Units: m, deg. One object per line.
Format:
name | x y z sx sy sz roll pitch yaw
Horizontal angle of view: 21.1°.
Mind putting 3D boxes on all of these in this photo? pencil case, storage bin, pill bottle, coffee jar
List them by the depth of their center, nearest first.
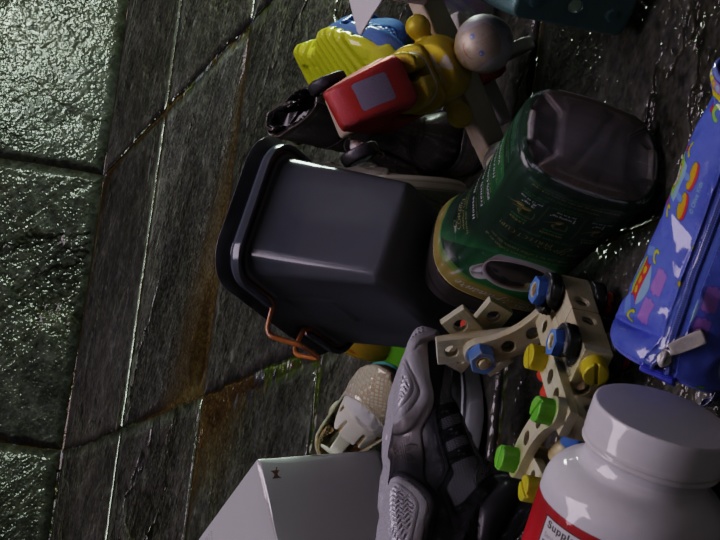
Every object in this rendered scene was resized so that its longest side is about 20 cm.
pencil case | 0.207 -0.023 1.114 0.087 0.078 0.200 -47 -23 -64
pill bottle | 0.148 0.174 1.136 0.112 0.112 0.200 -122 45 -65
coffee jar | 0.121 -0.039 1.360 0.200 0.104 0.085 128 156 -55
storage bin | 0.000 0.000 1.489 0.134 0.200 0.146 9 72 32

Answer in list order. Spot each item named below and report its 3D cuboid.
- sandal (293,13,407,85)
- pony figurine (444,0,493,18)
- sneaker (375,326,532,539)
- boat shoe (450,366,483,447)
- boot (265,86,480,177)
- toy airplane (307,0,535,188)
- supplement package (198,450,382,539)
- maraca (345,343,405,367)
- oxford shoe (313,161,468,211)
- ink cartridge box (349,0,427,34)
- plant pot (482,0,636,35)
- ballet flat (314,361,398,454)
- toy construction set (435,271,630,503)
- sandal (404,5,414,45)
sandal | 0.005 -0.197 1.708 0.080 0.087 0.200 60 168 -16
pony figurine | 0.070 -0.298 1.649 0.193 0.166 0.200 -52 -7 -39
sneaker | 0.074 0.137 1.396 0.076 0.114 0.200 109 169 -56
boat shoe | 0.060 0.081 1.563 0.069 0.056 0.200 125 150 -53
boot | 0.001 -0.115 1.667 0.200 0.174 0.069 146 132 -66
toy airplane | 0.074 -0.156 1.490 0.141 0.200 0.199 -28 41 48
supplement package | -0.057 0.253 1.703 0.200 0.117 0.118 124 138 -54
maraca | 0.009 0.028 1.689 0.200 0.107 0.137 58 159 31
oxford shoe | -0.007 -0.066 1.628 0.075 0.200 0.058 89 178 -52
ink cartridge box | 0.031 -0.274 1.389 0.116 0.068 0.200 126 142 -49
plant pot | 0.133 -0.262 1.403 0.200 0.141 0.142 -111 35 -51
ballet flat | 0.002 0.135 1.685 0.062 0.067 0.200 -50 -4 -20
toy construction set | 0.126 0.079 1.318 0.200 0.092 0.131 61 139 48
sandal | 0.066 -0.215 1.761 0.200 0.045 0.075 -80 15 -57
